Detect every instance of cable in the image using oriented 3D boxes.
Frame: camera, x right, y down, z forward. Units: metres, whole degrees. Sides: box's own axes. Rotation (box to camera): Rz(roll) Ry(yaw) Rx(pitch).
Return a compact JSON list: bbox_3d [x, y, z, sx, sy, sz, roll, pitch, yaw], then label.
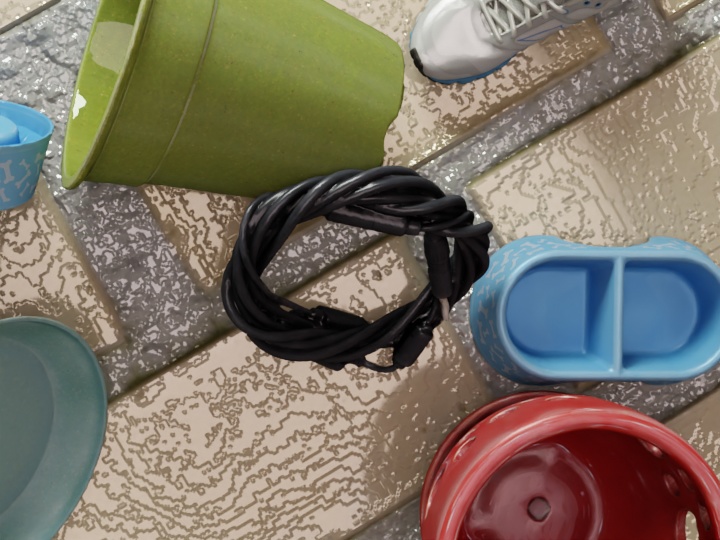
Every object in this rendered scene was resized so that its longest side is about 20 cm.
[{"bbox_3d":[0.000,0.000,0.978,0.163,0.051,0.200,-40,135,21],"label":"cable"}]

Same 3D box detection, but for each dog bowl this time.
[{"bbox_3d":[-0.305,-0.080,0.961,0.199,0.112,0.050,5,111,-7],"label":"dog bowl"},{"bbox_3d":[0.182,0.031,1.062,0.199,0.050,0.112,1,92,-8],"label":"dog bowl"}]

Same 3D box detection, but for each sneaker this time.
[{"bbox_3d":[0.126,-0.196,1.027,0.199,0.087,0.075,-29,97,-4],"label":"sneaker"}]

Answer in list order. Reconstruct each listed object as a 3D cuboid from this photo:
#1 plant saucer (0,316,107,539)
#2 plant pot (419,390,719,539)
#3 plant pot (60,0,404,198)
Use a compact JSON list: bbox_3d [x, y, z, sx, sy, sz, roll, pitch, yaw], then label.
[{"bbox_3d":[-0.254,0.119,0.967,0.036,0.200,0.201,24,89,34],"label":"plant saucer"},{"bbox_3d":[0.133,0.181,0.995,0.199,0.182,0.202,0,93,-8],"label":"plant pot"},{"bbox_3d":[-0.079,-0.123,0.967,0.189,0.200,0.201,17,90,-19],"label":"plant pot"}]
